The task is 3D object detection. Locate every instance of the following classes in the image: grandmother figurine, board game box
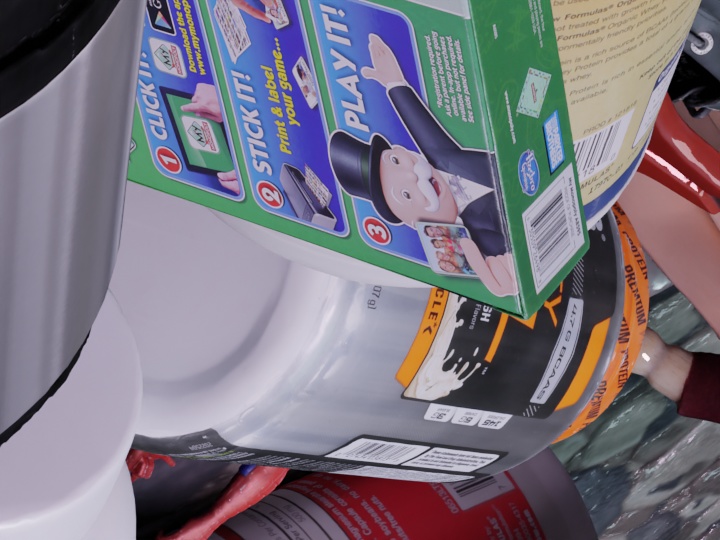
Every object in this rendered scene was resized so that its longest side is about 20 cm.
[{"bbox_3d":[0.139,0.012,0.988,0.121,0.200,0.061,-27,153,-18],"label":"grandmother figurine"},{"bbox_3d":[-0.026,-0.090,0.625,0.029,0.134,0.201,-45,140,-33],"label":"board game box"}]

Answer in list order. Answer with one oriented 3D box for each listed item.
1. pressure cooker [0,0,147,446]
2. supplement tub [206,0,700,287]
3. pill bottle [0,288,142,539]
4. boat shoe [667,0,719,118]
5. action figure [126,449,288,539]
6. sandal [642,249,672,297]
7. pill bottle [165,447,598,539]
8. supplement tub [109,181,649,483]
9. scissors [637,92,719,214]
[{"bbox_3d":[-0.128,-0.063,0.578,0.176,0.178,0.201,-38,158,-31],"label":"pressure cooker"},{"bbox_3d":[0.022,-0.106,0.714,0.144,0.145,0.201,-22,151,-26],"label":"supplement tub"},{"bbox_3d":[-0.121,0.075,0.737,0.119,0.120,0.200,-18,153,-32],"label":"pill bottle"},{"bbox_3d":[0.108,-0.083,0.940,0.066,0.075,0.199,-35,157,10],"label":"boat shoe"},{"bbox_3d":[-0.074,0.053,0.957,0.199,0.065,0.099,7,125,-53],"label":"action figure"},{"bbox_3d":[0.153,-0.021,1.089,0.202,0.050,0.082,-24,-164,-10],"label":"sandal"},{"bbox_3d":[-0.015,0.134,1.107,0.199,0.113,0.113,-21,150,-28],"label":"pill bottle"},{"bbox_3d":[0.000,0.000,0.891,0.123,0.123,0.200,-46,153,20],"label":"supplement tub"},{"bbox_3d":[0.120,-0.022,0.956,0.014,0.200,0.073,-60,-159,-18],"label":"scissors"}]
